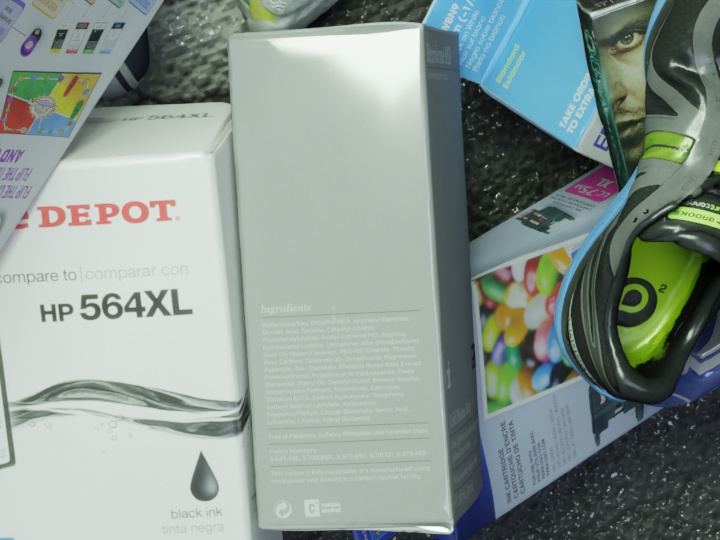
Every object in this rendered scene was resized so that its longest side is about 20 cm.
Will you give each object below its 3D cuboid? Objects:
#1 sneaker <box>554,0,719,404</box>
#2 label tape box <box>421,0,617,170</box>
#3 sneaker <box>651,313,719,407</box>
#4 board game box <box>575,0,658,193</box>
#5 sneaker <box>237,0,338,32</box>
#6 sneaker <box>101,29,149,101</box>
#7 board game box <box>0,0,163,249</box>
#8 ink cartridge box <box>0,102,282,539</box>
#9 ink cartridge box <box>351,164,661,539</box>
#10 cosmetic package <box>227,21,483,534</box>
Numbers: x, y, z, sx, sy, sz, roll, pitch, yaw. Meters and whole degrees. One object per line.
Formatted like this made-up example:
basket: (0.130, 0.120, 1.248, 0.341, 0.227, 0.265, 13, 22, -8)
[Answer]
sneaker: (0.137, -0.037, 0.952, 0.071, 0.083, 0.200, 14, 107, -19)
label tape box: (0.143, -0.108, 1.037, 0.200, 0.066, 0.143, 22, 105, -24)
sneaker: (0.204, 0.024, 1.144, 0.199, 0.081, 0.115, -36, 128, -32)
board game box: (0.197, -0.083, 1.011, 0.200, 0.028, 0.135, -20, 117, -5)
sneaker: (-0.036, -0.184, 1.012, 0.076, 0.105, 0.200, -37, 163, -33)
sneaker: (-0.111, -0.170, 1.004, 0.079, 0.078, 0.200, -20, 112, -2)
board game box: (-0.133, -0.072, 0.852, 0.040, 0.153, 0.200, 33, 89, 11)
ink cartridge box: (-0.115, 0.040, 0.989, 0.146, 0.084, 0.200, -3, 107, 7)
ink cartridge box: (0.071, 0.042, 1.115, 0.200, 0.042, 0.119, -29, 121, -27)
cosmetic package: (0.000, 0.000, 0.992, 0.090, 0.107, 0.200, 0, 96, 10)
